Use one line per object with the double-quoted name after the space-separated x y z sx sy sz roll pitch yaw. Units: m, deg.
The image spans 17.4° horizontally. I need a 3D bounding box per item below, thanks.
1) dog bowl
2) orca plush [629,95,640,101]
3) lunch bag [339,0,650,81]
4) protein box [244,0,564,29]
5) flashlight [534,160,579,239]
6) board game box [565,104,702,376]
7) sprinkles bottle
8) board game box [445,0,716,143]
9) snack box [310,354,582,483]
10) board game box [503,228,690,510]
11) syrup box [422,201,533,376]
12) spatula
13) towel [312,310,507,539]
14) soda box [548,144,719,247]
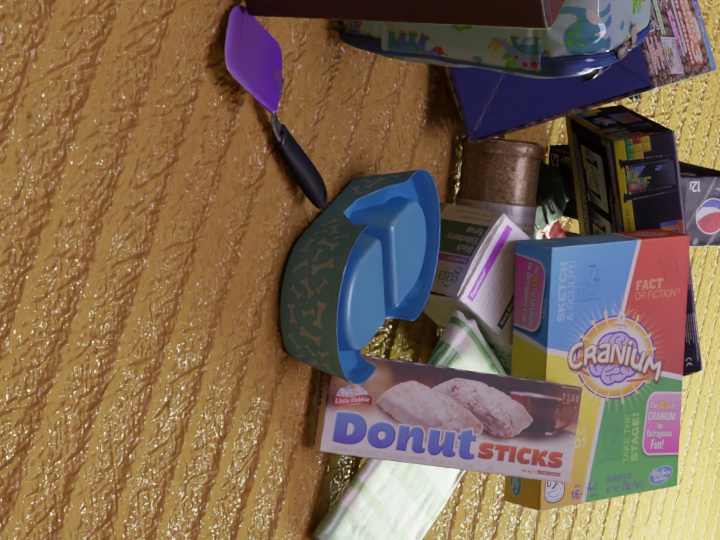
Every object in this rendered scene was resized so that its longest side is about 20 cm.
0.000 0.000 1.644 0.200 0.049 0.112 -50 142 -56 "dog bowl"
0.245 -0.197 2.189 0.200 0.071 0.106 44 56 -65 "orca plush"
0.097 -0.189 1.621 0.161 0.199 0.083 -39 133 -62 "lunch bag"
0.043 -0.261 1.446 0.199 0.199 0.135 -61 148 -45 "protein box"
0.169 -0.033 2.046 0.068 0.068 0.200 -60 156 -16 "flashlight"
0.223 -0.026 1.927 0.165 0.056 0.201 -121 -157 -76 "board game box"
0.104 -0.006 1.890 0.068 0.068 0.201 -3 99 -69 "sprinkles bottle"
0.173 -0.175 1.852 0.200 0.159 0.097 -22 96 -66 "board game box"
0.063 0.106 1.689 0.024 0.199 0.072 -175 -87 -69 "snack box"
0.181 0.073 1.790 0.153 0.040 0.201 -6 101 -39 "board game box"
0.123 0.035 1.814 0.200 0.079 0.082 43 70 -36 "syrup box"
-0.051 -0.098 1.514 0.200 0.020 0.057 67 23 -57 "spatula"
0.042 0.140 1.760 0.200 0.023 0.153 -55 152 -12 "towel"
0.246 -0.067 2.063 0.071 0.200 0.064 -2 102 -30 "soda box"
